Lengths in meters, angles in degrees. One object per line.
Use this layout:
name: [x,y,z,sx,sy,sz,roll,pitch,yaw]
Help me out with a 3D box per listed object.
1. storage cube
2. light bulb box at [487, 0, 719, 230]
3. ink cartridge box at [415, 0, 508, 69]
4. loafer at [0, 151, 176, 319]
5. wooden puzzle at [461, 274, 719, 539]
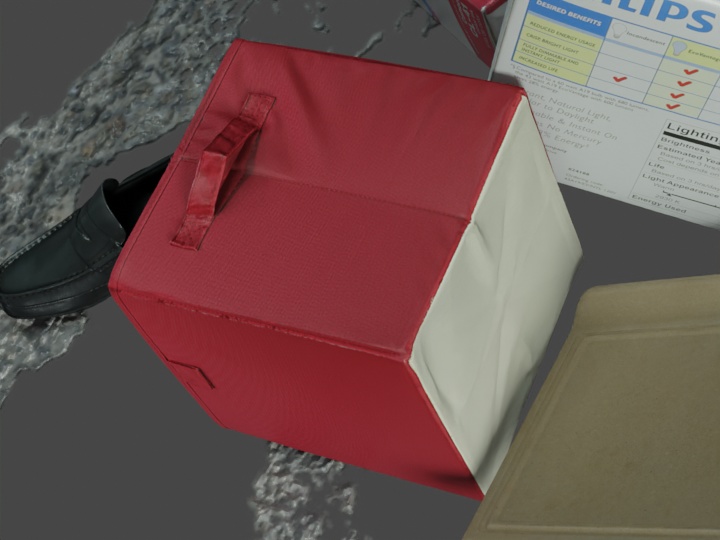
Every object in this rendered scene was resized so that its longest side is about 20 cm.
storage cube: [0.000,0.000,0.920,0.179,0.200,0.171,13,64,26]
light bulb box: [0.177,-0.130,0.875,0.197,0.200,0.125,17,63,2]
ink cartridge box: [0.092,-0.235,1.105,0.147,0.086,0.200,-40,51,-3]
loafer: [-0.160,-0.032,1.097,0.200,0.070,0.068,-25,50,9]
wooden puzzle: [0.160,0.086,0.847,0.185,0.037,0.200,-6,43,41]
